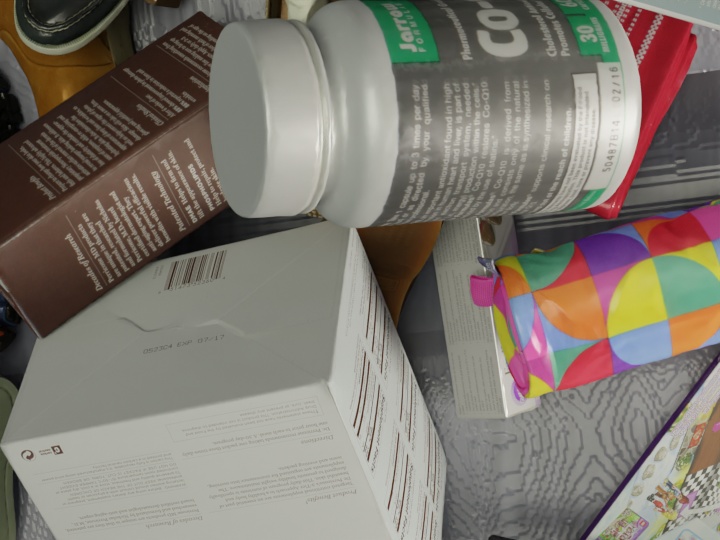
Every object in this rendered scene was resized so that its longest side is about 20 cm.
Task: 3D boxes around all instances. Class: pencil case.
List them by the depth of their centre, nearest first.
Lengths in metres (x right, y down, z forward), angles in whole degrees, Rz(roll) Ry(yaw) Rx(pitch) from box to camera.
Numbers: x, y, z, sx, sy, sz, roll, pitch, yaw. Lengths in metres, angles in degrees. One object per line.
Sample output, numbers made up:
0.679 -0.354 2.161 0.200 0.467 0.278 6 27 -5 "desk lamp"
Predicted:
0.165 0.006 0.924 0.198 0.088 0.089 -14 93 -1 "pencil case"

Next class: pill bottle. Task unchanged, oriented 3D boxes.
0.031 -0.081 0.829 0.198 0.113 0.114 -6 96 -22 "pill bottle"

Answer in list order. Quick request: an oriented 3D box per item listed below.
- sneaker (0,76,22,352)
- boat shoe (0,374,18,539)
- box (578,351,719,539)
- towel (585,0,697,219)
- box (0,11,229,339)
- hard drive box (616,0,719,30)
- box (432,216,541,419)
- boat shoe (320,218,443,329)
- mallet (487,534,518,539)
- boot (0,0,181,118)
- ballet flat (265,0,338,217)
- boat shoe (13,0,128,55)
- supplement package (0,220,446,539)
-0.269 -0.045 1.061 0.078 0.075 0.202 4 96 17 "sneaker"
-0.270 0.151 1.088 0.060 0.071 0.203 28 113 38 "boat shoe"
0.224 0.149 0.970 0.136 0.039 0.201 37 103 7 "box"
0.083 -0.121 0.949 0.198 0.023 0.145 23 66 11 "towel"
-0.139 -0.059 0.960 0.199 0.100 0.075 -34 128 -15 "box"
0.195 -0.198 0.873 0.198 0.156 0.077 19 128 12 "hard drive box"
0.069 -0.012 0.988 0.041 0.039 0.202 -6 95 41 "box"
0.000 0.000 0.992 0.070 0.071 0.201 24 126 -14 "boat shoe"
0.172 0.163 0.946 0.198 0.041 0.067 10 101 16 "mallet"
-0.203 -0.143 1.040 0.143 0.071 0.203 26 97 16 "boot"
-0.030 -0.122 0.892 0.070 0.065 0.202 5 107 14 "ballet flat"
-0.147 -0.223 0.970 0.074 0.066 0.200 31 75 5 "boat shoe"
-0.067 0.106 0.946 0.189 0.148 0.201 -11 126 15 "supplement package"
